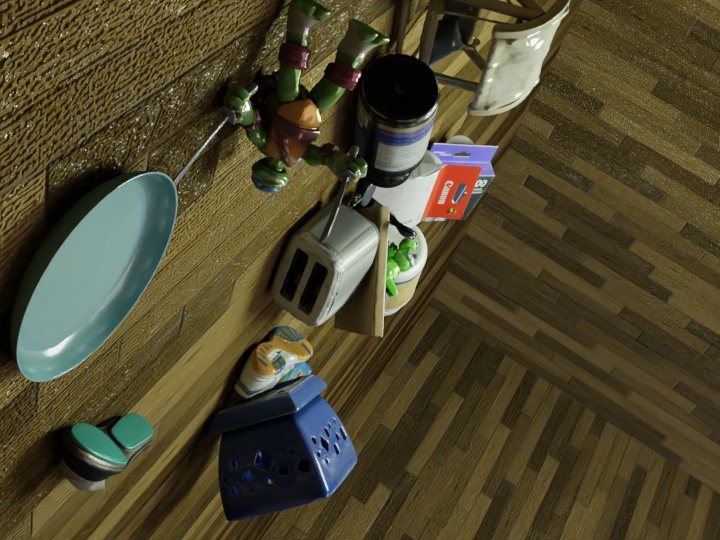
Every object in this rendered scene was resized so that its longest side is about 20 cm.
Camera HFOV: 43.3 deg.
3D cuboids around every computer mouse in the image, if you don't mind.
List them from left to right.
[{"bbox_3d":[0.039,-0.082,1.477,0.034,0.058,0.200,-53,-155,4],"label":"computer mouse"}]

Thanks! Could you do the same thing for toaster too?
[{"bbox_3d":[-0.053,-0.011,1.376,0.129,0.113,0.201,-43,164,-50],"label":"toaster"}]

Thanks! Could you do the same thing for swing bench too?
[{"bbox_3d":[0.156,-0.321,1.215,0.130,0.198,0.199,-54,170,-19],"label":"swing bench"}]

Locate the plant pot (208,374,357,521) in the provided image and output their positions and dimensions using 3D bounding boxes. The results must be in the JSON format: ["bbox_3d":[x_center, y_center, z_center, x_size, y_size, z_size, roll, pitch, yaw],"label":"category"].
[{"bbox_3d":[-0.137,0.293,1.556,0.197,0.183,0.200,-17,-179,16],"label":"plant pot"}]

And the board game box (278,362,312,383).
[{"bbox_3d":[-0.163,0.239,1.805,0.153,0.045,0.200,-57,171,-10],"label":"board game box"}]

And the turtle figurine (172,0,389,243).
[{"bbox_3d":[-0.052,-0.144,0.858,0.196,0.142,0.200,-65,173,18],"label":"turtle figurine"}]

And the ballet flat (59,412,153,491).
[{"bbox_3d":[-0.283,0.204,0.991,0.069,0.068,0.200,-50,171,2],"label":"ballet flat"}]

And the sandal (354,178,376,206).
[{"bbox_3d":[0.022,-0.177,1.484,0.077,0.042,0.201,114,1,-45],"label":"sandal"}]

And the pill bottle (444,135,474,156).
[{"bbox_3d":[0.222,-0.240,2.141,0.105,0.103,0.200,-55,170,-16],"label":"pill bottle"}]

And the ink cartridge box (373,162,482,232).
[{"bbox_3d":[0.102,-0.127,1.606,0.163,0.196,0.058,107,-12,-57],"label":"ink cartridge box"}]

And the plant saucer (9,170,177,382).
[{"bbox_3d":[-0.224,0.000,0.757,0.201,0.027,0.201,-56,170,-15],"label":"plant saucer"}]

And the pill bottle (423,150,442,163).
[{"bbox_3d":[0.109,-0.169,1.735,0.114,0.112,0.200,-57,171,-4],"label":"pill bottle"}]

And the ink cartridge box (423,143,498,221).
[{"bbox_3d":[0.201,-0.194,2.032,0.196,0.044,0.201,-4,138,-35],"label":"ink cartridge box"}]

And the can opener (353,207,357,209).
[{"bbox_3d":[-0.024,-0.033,1.628,0.201,0.078,0.064,-55,-176,37],"label":"can opener"}]

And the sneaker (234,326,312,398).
[{"bbox_3d":[-0.154,0.158,1.558,0.088,0.075,0.199,-49,168,21],"label":"sneaker"}]

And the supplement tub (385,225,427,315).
[{"bbox_3d":[0.052,-0.004,1.862,0.145,0.144,0.201,-53,170,-27],"label":"supplement tub"}]

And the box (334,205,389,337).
[{"bbox_3d":[0.000,0.000,1.470,0.163,0.021,0.204,-176,-90,-67],"label":"box"}]

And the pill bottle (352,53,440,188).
[{"bbox_3d":[0.046,-0.202,1.285,0.112,0.111,0.201,-54,170,-22],"label":"pill bottle"}]

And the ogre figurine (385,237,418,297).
[{"bbox_3d":[0.033,0.000,1.680,0.120,0.197,0.100,-155,-126,-72],"label":"ogre figurine"}]
